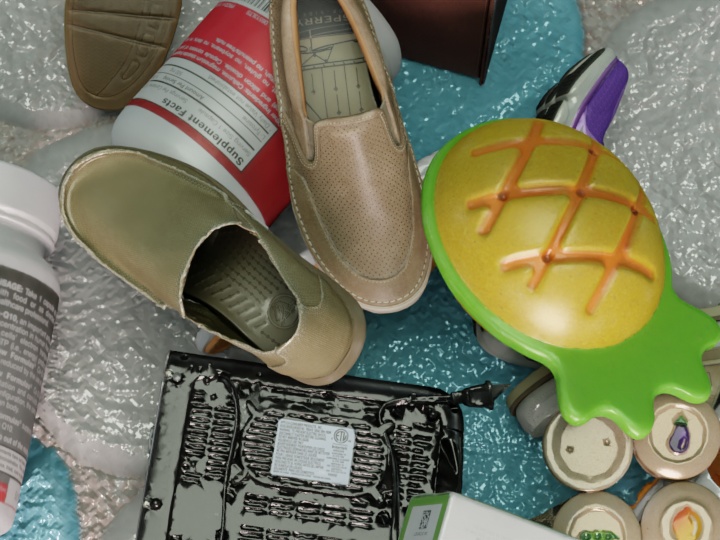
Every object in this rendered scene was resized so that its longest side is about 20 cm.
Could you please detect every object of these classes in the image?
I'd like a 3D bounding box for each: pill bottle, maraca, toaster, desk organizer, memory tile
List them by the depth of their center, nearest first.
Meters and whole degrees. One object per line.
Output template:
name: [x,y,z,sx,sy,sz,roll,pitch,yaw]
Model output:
memory tile: [0.202,0.140,1.073,0.198,0.017,0.154,-4,83,2]
maraca: [0.115,0.000,1.083,0.137,0.107,0.201,-27,73,-25]
toaster: [-0.029,0.149,1.099,0.198,0.119,0.182,7,74,0]
pill bottle: [-0.235,0.043,1.126,0.113,0.114,0.201,9,73,1]
desk organizer: [0.051,-0.188,1.162,0.076,0.200,0.072,15,74,5]
pill bottle: [-0.075,-0.086,1.172,0.112,0.112,0.200,38,76,9]

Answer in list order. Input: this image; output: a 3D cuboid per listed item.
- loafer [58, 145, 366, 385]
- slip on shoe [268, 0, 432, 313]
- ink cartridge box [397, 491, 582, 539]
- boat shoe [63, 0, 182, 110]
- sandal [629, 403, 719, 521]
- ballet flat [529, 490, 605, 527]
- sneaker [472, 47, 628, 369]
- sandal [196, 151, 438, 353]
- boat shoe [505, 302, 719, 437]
loafer: [-0.085,-0.011,1.058,0.199,0.067,0.076,30,88,18]
slip on shoe: [-0.006,-0.075,1.093,0.075,0.061,0.201,-10,87,-3]
ink cartridge box: [0.053,0.224,0.999,0.103,0.059,0.201,22,73,-18]
boat shoe: [-0.144,-0.199,1.230,0.071,0.065,0.202,9,91,-8]
sandal: [0.214,0.124,1.112,0.079,0.059,0.207,31,93,-22]
ballet flat: [0.083,0.201,1.106,0.075,0.068,0.201,8,54,23]
sneaker: [0.129,-0.036,1.195,0.083,0.081,0.201,18,82,-10]
sandal: [-0.001,0.002,1.164,0.206,0.079,0.059,-36,83,-5]
boat shoe: [0.187,0.065,1.155,0.199,0.075,0.069,-19,71,-7]
